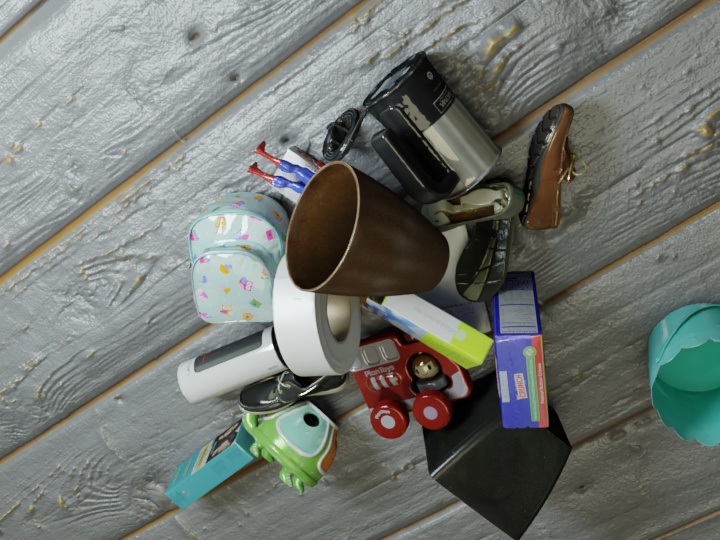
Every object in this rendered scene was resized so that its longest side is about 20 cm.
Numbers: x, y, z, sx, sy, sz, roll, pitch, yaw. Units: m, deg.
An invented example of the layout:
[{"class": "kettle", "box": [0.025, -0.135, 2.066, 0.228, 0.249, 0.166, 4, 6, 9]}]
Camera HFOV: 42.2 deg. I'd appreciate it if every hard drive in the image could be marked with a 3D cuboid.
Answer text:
[{"class": "hard drive", "box": [0.130, 0.022, 1.534, 0.131, 0.026, 0.201, -11, 116, 13]}]

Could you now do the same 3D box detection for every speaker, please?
[{"class": "speaker", "box": [-0.218, 0.166, 1.627, 0.199, 0.081, 0.081, -22, 113, 19]}]

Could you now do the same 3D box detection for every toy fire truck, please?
[{"class": "toy fire truck", "box": [0.079, 0.176, 1.570, 0.199, 0.112, 0.169, -18, 106, 28]}]

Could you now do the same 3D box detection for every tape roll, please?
[{"class": "tape roll", "box": [-0.064, 0.063, 1.454, 0.070, 0.203, 0.203, -4, 118, 20]}]

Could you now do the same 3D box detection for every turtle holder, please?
[{"class": "turtle holder", "box": [-0.122, 0.293, 1.664, 0.132, 0.185, 0.141, -49, 141, -7]}]

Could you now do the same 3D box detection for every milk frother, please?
[{"class": "milk frother", "box": [0.067, -0.186, 1.387, 0.188, 0.181, 0.200, 48, 157, -17]}]

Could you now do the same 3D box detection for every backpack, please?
[{"class": "backpack", "box": [-0.188, -0.017, 1.489, 0.175, 0.153, 0.201, -2, 111, 14]}]

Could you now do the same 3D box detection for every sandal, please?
[{"class": "sandal", "box": [0.208, -0.045, 1.461, 0.079, 0.057, 0.202, 20, 101, 23]}]

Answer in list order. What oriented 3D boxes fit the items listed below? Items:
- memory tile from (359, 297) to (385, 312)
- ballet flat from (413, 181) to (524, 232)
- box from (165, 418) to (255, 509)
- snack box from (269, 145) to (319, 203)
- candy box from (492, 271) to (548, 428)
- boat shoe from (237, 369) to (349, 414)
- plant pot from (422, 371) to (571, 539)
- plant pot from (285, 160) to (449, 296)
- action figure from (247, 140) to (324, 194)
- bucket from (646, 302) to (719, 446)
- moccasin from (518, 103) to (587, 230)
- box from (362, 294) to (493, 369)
[{"class": "memory tile", "box": [0.000, 0.000, 1.527, 0.200, 0.017, 0.153, -32, 107, 30]}, {"class": "ballet flat", "box": [0.150, -0.100, 1.422, 0.199, 0.064, 0.068, -9, 78, 28]}, {"class": "box", "box": [-0.273, 0.358, 1.736, 0.200, 0.082, 0.049, -39, 107, 23]}, {"class": "snack box", "box": [-0.045, -0.109, 1.462, 0.200, 0.024, 0.072, 35, 117, 5]}, {"class": "candy box", "box": [0.250, 0.121, 1.473, 0.076, 0.200, 0.170, -4, 118, 9]}, {"class": "boat shoe", "box": [-0.121, 0.192, 1.614, 0.199, 0.072, 0.068, -17, 147, 2]}, {"class": "plant pot", "box": [0.238, 0.291, 1.581, 0.200, 0.200, 0.178, 37, 105, -13]}, {"class": "plant pot", "box": [0.025, -0.038, 1.343, 0.199, 0.187, 0.187, 16, 123, -31]}, {"class": "action figure", "box": [-0.071, -0.129, 1.424, 0.199, 0.052, 0.066, 30, 120, 2]}, {"class": "bucket", "box": [0.557, 0.159, 1.490, 0.206, 0.135, 0.208, 3, 119, 5]}, {"class": "moccasin", "box": [0.291, -0.151, 1.395, 0.077, 0.074, 0.203, 3, 116, -5]}, {"class": "box", "box": [0.102, 0.084, 1.463, 0.199, 0.122, 0.048, 30, 80, 2]}]
